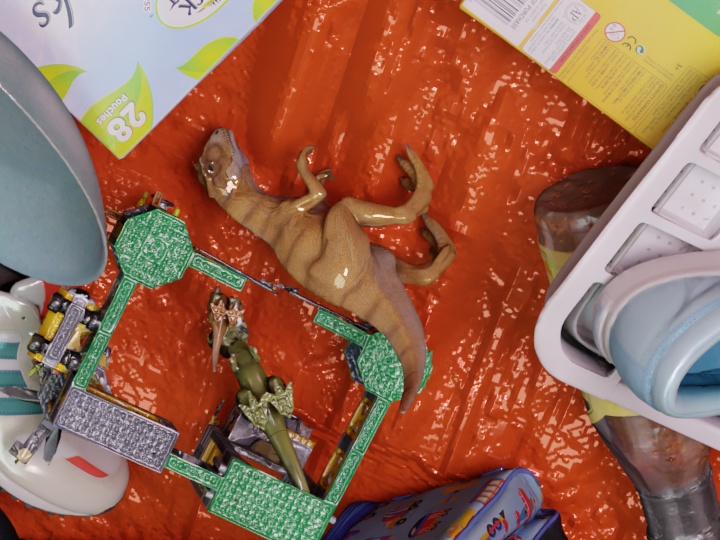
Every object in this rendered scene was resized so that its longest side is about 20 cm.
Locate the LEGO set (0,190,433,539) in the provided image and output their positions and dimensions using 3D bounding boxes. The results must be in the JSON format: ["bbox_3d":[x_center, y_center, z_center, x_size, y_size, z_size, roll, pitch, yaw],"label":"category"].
[{"bbox_3d":[-0.071,0.050,1.101,0.200,0.116,0.154,18,92,-13],"label":"LEGO set"}]

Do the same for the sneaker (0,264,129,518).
[{"bbox_3d":[-0.174,0.040,1.132,0.093,0.070,0.200,-29,103,34],"label":"sneaker"}]

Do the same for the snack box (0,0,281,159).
[{"bbox_3d":[-0.118,-0.179,0.968,0.200,0.068,0.169,43,98,-12],"label":"snack box"}]

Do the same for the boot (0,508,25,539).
[{"bbox_3d":[-0.201,0.149,1.195,0.200,0.076,0.168,-22,112,32],"label":"boot"}]

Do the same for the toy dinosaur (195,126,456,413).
[{"bbox_3d":[0.000,0.000,1.033,0.200,0.106,0.060,42,150,34],"label":"toy dinosaur"}]

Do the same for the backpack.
[{"bbox_3d":[0.005,0.198,1.108,0.200,0.183,0.135,-16,103,36],"label":"backpack"}]

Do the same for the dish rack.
[{"bbox_3d":[0.187,0.001,0.975,0.200,0.044,0.172,25,113,-26],"label":"dish rack"}]

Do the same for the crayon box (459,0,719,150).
[{"bbox_3d":[0.148,-0.159,0.937,0.119,0.058,0.200,36,121,-4],"label":"crayon box"}]

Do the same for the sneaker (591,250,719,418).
[{"bbox_3d":[0.203,0.027,0.920,0.200,0.082,0.074,-14,126,-6],"label":"sneaker"}]

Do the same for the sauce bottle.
[{"bbox_3d":[0.135,0.049,1.047,0.066,0.066,0.200,-8,112,21],"label":"sauce bottle"}]

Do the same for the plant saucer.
[{"bbox_3d":[-0.182,-0.075,0.982,0.201,0.039,0.201,32,156,16],"label":"plant saucer"}]
